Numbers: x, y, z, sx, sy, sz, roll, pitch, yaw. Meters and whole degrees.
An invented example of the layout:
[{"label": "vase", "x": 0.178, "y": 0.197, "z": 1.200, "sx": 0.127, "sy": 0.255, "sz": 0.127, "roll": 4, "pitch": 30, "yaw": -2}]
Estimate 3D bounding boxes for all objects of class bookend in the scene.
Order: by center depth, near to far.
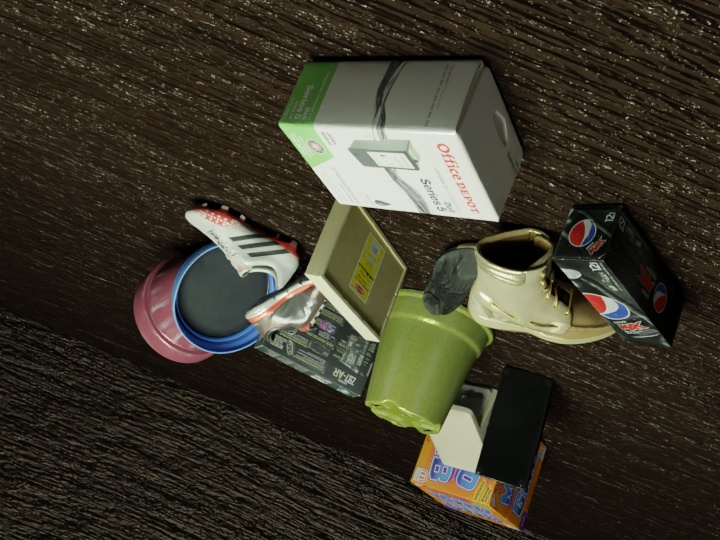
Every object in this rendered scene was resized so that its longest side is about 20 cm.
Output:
[{"label": "bookend", "x": 0.283, "y": 0.309, "z": 1.451, "sx": 0.091, "sy": 0.201, "sz": 0.200, "roll": 14, "pitch": 159, "yaw": 17}]

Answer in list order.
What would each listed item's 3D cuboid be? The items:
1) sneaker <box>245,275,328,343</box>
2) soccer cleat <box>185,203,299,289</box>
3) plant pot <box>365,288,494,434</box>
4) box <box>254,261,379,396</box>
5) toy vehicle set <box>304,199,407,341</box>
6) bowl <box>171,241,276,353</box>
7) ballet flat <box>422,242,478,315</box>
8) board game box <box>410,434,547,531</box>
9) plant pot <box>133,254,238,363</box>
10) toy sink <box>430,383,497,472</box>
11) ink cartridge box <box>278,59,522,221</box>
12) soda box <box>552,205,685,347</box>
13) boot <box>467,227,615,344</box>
[{"label": "sneaker", "x": -0.084, "y": 0.053, "z": 1.267, "sx": 0.198, "sy": 0.077, "sz": 0.083, "roll": -27, "pitch": 100, "yaw": 17}, {"label": "soccer cleat", "x": -0.194, "y": -0.038, "z": 1.259, "sx": 0.198, "sy": 0.086, "sz": 0.069, "roll": 24, "pitch": 160, "yaw": -5}, {"label": "plant pot", "x": 0.097, "y": 0.158, "z": 1.298, "sx": 0.198, "sy": 0.186, "sz": 0.201, "roll": 20, "pitch": 160, "yaw": 8}, {"label": "box", "x": -0.061, "y": 0.103, "z": 1.362, "sx": 0.199, "sy": 0.162, "sz": 0.043, "roll": 29, "pitch": 159, "yaw": -18}, {"label": "toy vehicle set", "x": 0.000, "y": 0.000, "z": 1.096, "sx": 0.026, "sy": 0.125, "sz": 0.200, "roll": 9, "pitch": 155, "yaw": 31}, {"label": "bowl", "x": -0.227, "y": 0.042, "z": 1.348, "sx": 0.200, "sy": 0.201, "sz": 0.039, "roll": 38, "pitch": 178, "yaw": -36}, {"label": "ballet flat", "x": 0.134, "y": 0.006, "z": 1.102, "sx": 0.067, "sy": 0.057, "sz": 0.200, "roll": 49, "pitch": 156, "yaw": 9}, {"label": "board game box", "x": 0.268, "y": 0.431, "z": 1.764, "sx": 0.198, "sy": 0.202, "sz": 0.200, "roll": 6, "pitch": 154, "yaw": 38}, {"label": "plant pot", "x": -0.296, "y": 0.052, "z": 1.467, "sx": 0.199, "sy": 0.202, "sz": 0.178, "roll": 32, "pitch": 143, "yaw": -23}, {"label": "toy sink", "x": 0.215, "y": 0.301, "z": 1.597, "sx": 0.129, "sy": 0.112, "sz": 0.201, "roll": 4, "pitch": 134, "yaw": 38}, {"label": "ink cartridge box", "x": 0.043, "y": -0.130, "z": 0.787, "sx": 0.198, "sy": 0.085, "sz": 0.146, "roll": 9, "pitch": 156, "yaw": 32}, {"label": "soda box", "x": 0.295, "y": 0.011, "z": 0.888, "sx": 0.063, "sy": 0.071, "sz": 0.200, "roll": 5, "pitch": 153, "yaw": 46}, {"label": "boot", "x": 0.234, "y": 0.018, "z": 0.973, "sx": 0.197, "sy": 0.073, "sz": 0.156, "roll": 9, "pitch": 148, "yaw": 10}]
